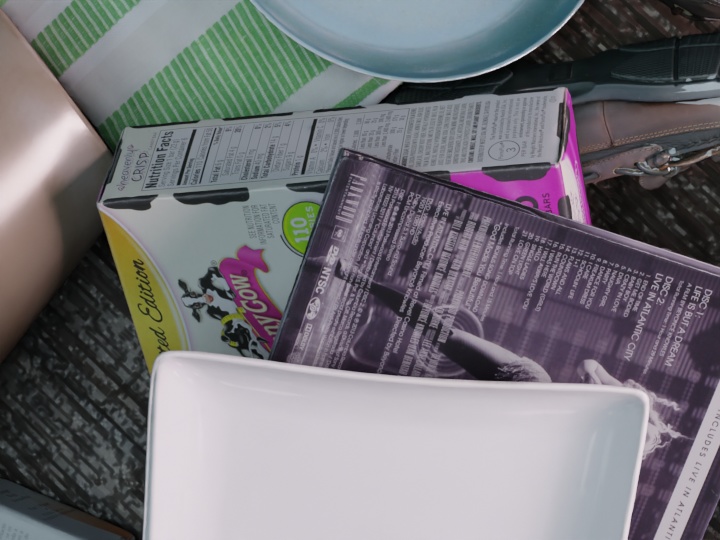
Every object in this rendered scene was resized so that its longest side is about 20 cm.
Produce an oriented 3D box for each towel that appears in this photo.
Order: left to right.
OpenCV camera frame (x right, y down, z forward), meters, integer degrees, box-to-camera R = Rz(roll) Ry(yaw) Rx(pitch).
[{"bbox_3d":[-0.088,-0.125,1.006,0.152,0.023,0.200,-38,92,28],"label":"towel"}]

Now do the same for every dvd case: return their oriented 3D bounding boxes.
[{"bbox_3d":[0.062,0.048,0.916,0.199,0.016,0.149,17,107,-8],"label":"dvd case"}]

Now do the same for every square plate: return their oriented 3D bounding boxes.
[{"bbox_3d":[0.007,0.127,0.919,0.199,0.028,0.199,5,111,-3],"label":"square plate"}]

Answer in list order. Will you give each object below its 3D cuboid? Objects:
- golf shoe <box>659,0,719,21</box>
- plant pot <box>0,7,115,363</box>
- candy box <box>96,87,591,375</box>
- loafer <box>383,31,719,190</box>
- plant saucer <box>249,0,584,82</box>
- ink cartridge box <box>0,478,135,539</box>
[{"bbox_3d":[0.126,-0.143,0.945,0.199,0.095,0.078,18,64,11],"label":"golf shoe"},{"bbox_3d":[-0.204,-0.031,0.990,0.173,0.200,0.200,-39,84,-5],"label":"plant pot"},{"bbox_3d":[0.000,0.000,0.966,0.199,0.061,0.137,-4,127,13],"label":"candy box"},{"bbox_3d":[0.111,-0.062,0.976,0.199,0.072,0.063,-5,113,19],"label":"loafer"},{"bbox_3d":[0.019,-0.179,0.964,0.199,0.027,0.201,1,85,-17],"label":"plant saucer"},{"bbox_3d":[-0.222,0.169,1.070,0.199,0.050,0.163,21,98,20],"label":"ink cartridge box"}]
